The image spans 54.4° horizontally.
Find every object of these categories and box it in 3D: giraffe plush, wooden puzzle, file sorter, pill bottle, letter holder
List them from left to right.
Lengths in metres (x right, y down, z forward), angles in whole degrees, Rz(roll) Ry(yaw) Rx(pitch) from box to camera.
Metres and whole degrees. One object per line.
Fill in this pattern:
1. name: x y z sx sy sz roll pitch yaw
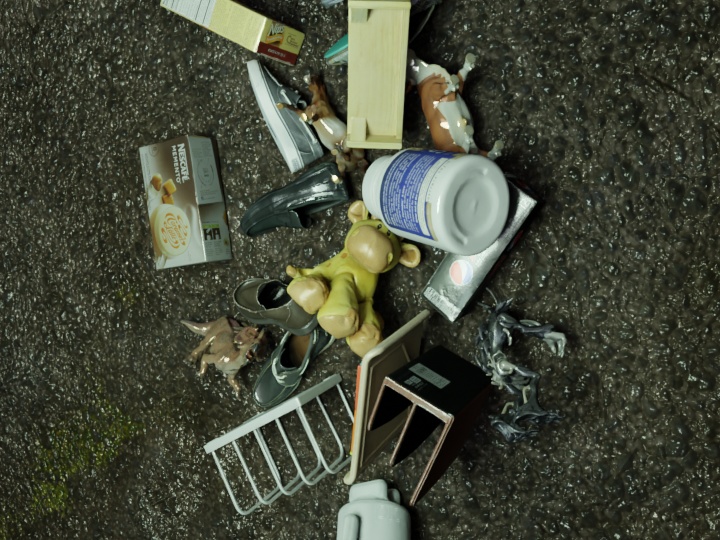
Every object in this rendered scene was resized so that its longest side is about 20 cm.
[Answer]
1. file sorter: -0.111 0.271 1.089 0.197 0.138 0.127 -30 84 25
2. giraffe plush: 0.000 0.000 1.008 0.171 0.200 0.163 38 97 -22
3. wooden puzzle: 0.033 0.167 0.965 0.036 0.184 0.206 19 112 23
4. letter holder: 0.088 0.205 0.946 0.099 0.199 0.146 27 106 21
5. pill bottle: 0.088 -0.097 0.914 0.199 0.117 0.124 22 107 56

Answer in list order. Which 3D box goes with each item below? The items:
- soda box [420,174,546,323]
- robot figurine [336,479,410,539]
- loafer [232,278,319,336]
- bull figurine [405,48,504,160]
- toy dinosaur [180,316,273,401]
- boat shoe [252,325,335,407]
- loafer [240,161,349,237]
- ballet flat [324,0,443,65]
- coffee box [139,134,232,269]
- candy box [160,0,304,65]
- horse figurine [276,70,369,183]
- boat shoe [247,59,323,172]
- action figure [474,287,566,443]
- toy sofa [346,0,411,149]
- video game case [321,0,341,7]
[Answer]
1. soda box: 0.166 -0.030 0.956 0.063 0.070 0.202 39 111 16
2. robot figurine: 0.018 0.415 1.020 0.111 0.169 0.204 -21 48 29
3. loafer: -0.137 0.040 1.085 0.197 0.074 0.072 10 144 45
4. bull figurine: 0.120 -0.218 0.951 0.205 0.064 0.121 67 160 -2
5. toy dinosaur: -0.216 0.118 1.160 0.199 0.085 0.137 40 101 39
6. boat shoe: -0.119 0.146 1.120 0.072 0.067 0.201 47 115 15
7. loafer: -0.104 -0.096 1.086 0.197 0.068 0.072 -26 75 23
8. ballet flat: 0.037 -0.340 0.996 0.198 0.072 0.073 -35 80 24
9. coffee box: -0.291 -0.112 1.172 0.111 0.079 0.207 -6 92 26
10. candy box: -0.196 -0.386 1.078 0.197 0.115 0.056 30 106 21
11. horse figurine: -0.041 -0.198 1.028 0.050 0.132 0.201 -40 90 26
12. boat shoe: -0.116 -0.248 1.083 0.066 0.072 0.203 -24 67 -7
13. action figure: 0.209 0.121 0.934 0.120 0.099 0.204 120 154 -47
14. toy sofa: 0.022 -0.274 0.944 0.080 0.099 0.205 2 123 0
15. video game case: 0.024 -0.476 0.993 0.195 0.019 0.147 -13 73 27
